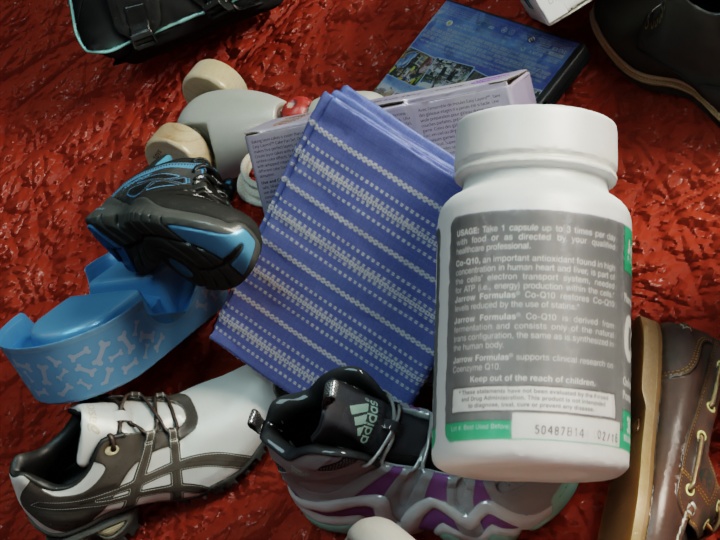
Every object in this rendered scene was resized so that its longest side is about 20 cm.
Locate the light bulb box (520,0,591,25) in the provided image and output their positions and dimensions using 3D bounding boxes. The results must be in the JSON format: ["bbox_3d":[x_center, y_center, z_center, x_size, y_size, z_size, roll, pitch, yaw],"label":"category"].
[{"bbox_3d":[0.175,-0.271,1.292,0.197,0.125,0.200,-31,7,7],"label":"light bulb box"}]

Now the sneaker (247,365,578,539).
[{"bbox_3d":[0.023,0.104,1.139,0.198,0.140,0.078,-8,51,26],"label":"sneaker"}]

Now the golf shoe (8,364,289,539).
[{"bbox_3d":[-0.142,0.114,1.264,0.199,0.095,0.078,-33,44,1],"label":"golf shoe"}]

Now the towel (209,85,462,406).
[{"bbox_3d":[0.000,0.000,1.197,0.144,0.024,0.201,33,117,9],"label":"towel"}]

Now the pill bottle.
[{"bbox_3d":[0.098,0.015,1.074,0.112,0.113,0.202,-4,78,28],"label":"pill bottle"}]

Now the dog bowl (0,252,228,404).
[{"bbox_3d":[-0.165,0.030,1.315,0.111,0.050,0.200,-6,21,33],"label":"dog bowl"}]

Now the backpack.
[{"bbox_3d":[-0.158,-0.283,1.516,0.174,0.153,0.202,-20,91,18],"label":"backpack"}]

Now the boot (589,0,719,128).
[{"bbox_3d":[0.210,-0.178,1.253,0.077,0.139,0.200,-44,45,-8],"label":"boot"}]

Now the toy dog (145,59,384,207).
[{"bbox_3d":[-0.062,-0.085,1.369,0.132,0.097,0.199,-44,42,-19],"label":"toy dog"}]

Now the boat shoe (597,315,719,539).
[{"bbox_3d":[0.178,0.121,1.086,0.070,0.070,0.202,17,65,-7],"label":"boat shoe"}]

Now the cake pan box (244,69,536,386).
[{"bbox_3d":[0.038,-0.021,1.210,0.198,0.186,0.052,-10,14,25],"label":"cake pan box"}]

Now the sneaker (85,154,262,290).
[{"bbox_3d":[-0.114,-0.042,1.238,0.082,0.073,0.199,-50,28,-15],"label":"sneaker"}]

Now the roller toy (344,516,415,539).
[{"bbox_3d":[0.021,0.236,1.006,0.140,0.183,0.200,-44,46,-7],"label":"roller toy"}]

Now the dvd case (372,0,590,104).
[{"bbox_3d":[0.057,-0.104,1.370,0.142,0.018,0.200,25,70,41],"label":"dvd case"}]
